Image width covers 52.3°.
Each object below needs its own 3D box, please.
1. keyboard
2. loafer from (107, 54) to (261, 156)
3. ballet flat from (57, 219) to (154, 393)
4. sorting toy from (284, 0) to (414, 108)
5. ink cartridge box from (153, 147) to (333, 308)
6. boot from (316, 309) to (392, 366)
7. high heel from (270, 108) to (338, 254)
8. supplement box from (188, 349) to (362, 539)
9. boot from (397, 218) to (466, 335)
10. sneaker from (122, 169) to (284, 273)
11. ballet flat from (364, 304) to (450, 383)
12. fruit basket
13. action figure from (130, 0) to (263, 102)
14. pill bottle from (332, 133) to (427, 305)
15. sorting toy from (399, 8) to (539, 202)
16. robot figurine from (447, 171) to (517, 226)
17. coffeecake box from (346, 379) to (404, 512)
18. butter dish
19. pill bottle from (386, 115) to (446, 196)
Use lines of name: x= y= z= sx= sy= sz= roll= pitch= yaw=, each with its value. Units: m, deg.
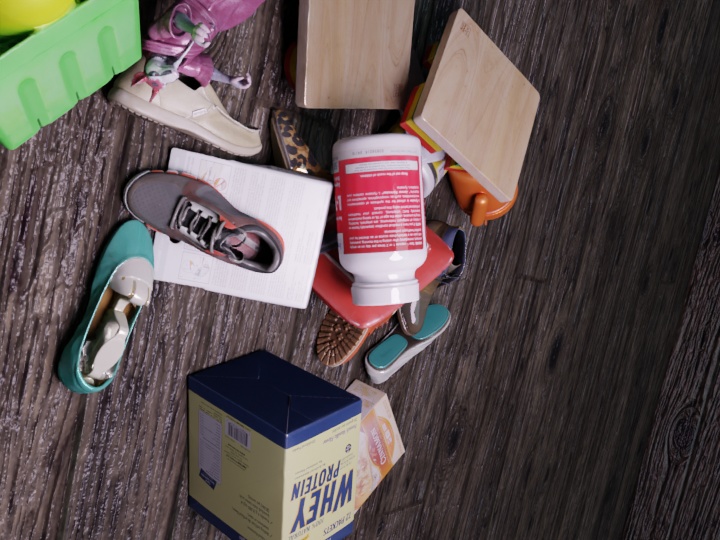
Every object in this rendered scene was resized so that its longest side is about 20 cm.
keyboard: x=0.077 y=-0.254 z=1.076 sx=0.056 sy=0.011 sz=0.202 roll=-12 pitch=82 yaw=-29
loafer: x=-0.183 y=-0.183 z=0.826 sx=0.199 sy=0.075 sz=0.069 roll=14 pitch=99 yaw=-51
ballet flat: x=-0.267 y=0.044 z=0.814 sx=0.067 sy=0.070 sz=0.202 roll=29 pitch=81 yaw=-51
sorting toy: x=-0.020 y=-0.321 z=0.969 sx=0.198 sy=0.069 sz=0.202 roll=-12 pitch=113 yaw=-46
ink cartridge box: x=-0.145 y=-0.052 z=0.905 sx=0.198 sy=0.057 sz=0.164 roll=12 pitch=98 yaw=-10
boot: x=0.009 y=0.077 z=1.165 sx=0.201 sy=0.075 sz=0.107 roll=-58 pitch=146 yaw=-17
high heel: x=-0.034 y=-0.133 z=0.980 sx=0.141 sy=0.071 sz=0.202 roll=-22 pitch=96 yaw=-17
supplement box: x=-0.117 y=0.244 z=0.968 sx=0.134 sy=0.199 sz=0.202 roll=-15 pitch=116 yaw=-45
boot: x=0.119 y=0.012 z=1.227 sx=0.074 sy=0.096 sz=0.203 roll=9 pitch=86 yaw=-44
sneaker: x=-0.170 y=-0.054 z=0.829 sx=0.198 sy=0.082 sz=0.078 roll=23 pitch=96 yaw=-18
ballet flat: x=0.079 y=0.129 z=1.284 sx=0.199 sy=0.069 sz=0.070 roll=-35 pitch=129 yaw=-32
fruit basket: x=-0.291 y=-0.231 z=0.610 sx=0.215 sy=0.155 sz=0.217 roll=-43 pitch=148 yaw=-35
action figure: x=-0.171 y=-0.260 z=0.741 sx=0.201 sy=0.148 sz=0.134 roll=-51 pitch=169 yaw=-15
pill bottle: x=0.025 y=-0.062 z=0.909 sx=0.112 sy=0.111 sz=0.203 roll=-6 pitch=93 yaw=-49
sorting toy: x=0.157 y=-0.229 z=1.061 sx=0.198 sy=0.069 sz=0.202 roll=36 pitch=61 yaw=-30
robot figurine: x=0.211 y=-0.163 z=1.272 sx=0.116 sy=0.145 sz=0.200 roll=-29 pitch=146 yaw=1
coffeecake box: x=-0.026 y=0.309 z=1.205 sx=0.200 sy=0.073 sz=0.155 roll=-44 pitch=135 yaw=-31
butter dish: x=0.000 y=0.000 z=1.061 sx=0.199 sy=0.200 sz=0.149 roll=-36 pitch=156 yaw=-28
pill bottle: x=0.113 y=-0.216 z=1.146 sx=0.201 sy=0.111 sz=0.112 roll=-52 pitch=137 yaw=-25
